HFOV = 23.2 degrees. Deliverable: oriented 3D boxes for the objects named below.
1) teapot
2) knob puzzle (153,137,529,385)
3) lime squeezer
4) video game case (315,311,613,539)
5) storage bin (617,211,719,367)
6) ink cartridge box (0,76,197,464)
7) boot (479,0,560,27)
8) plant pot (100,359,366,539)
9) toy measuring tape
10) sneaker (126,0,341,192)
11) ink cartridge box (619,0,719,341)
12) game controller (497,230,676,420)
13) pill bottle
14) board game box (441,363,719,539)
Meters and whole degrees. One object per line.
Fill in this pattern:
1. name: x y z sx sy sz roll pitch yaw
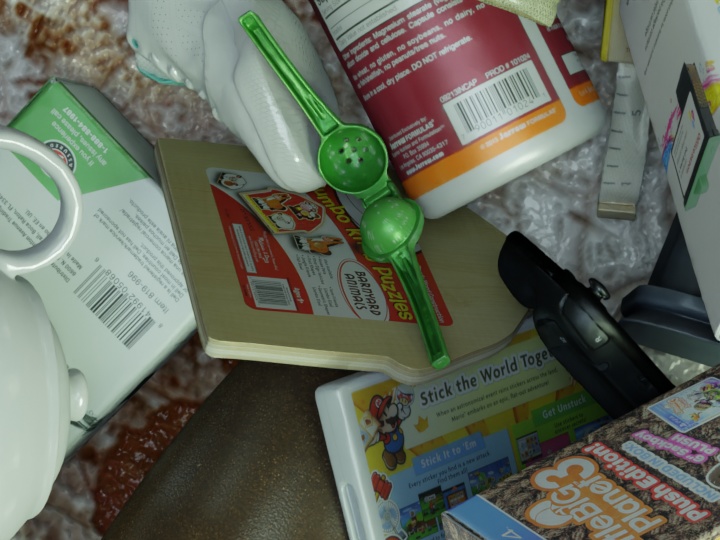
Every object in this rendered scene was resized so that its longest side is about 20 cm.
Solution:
1. teapot: -0.202 0.060 0.846 0.145 0.200 0.199 -4 69 -28
2. knob puzzle: 0.000 0.000 0.901 0.218 0.220 0.031 21 121 4
3. lime squeezer: 0.005 -0.040 0.869 0.038 0.071 0.201 -28 77 -2
4. video game case: 0.074 0.122 0.896 0.023 0.199 0.183 -9 95 48
5. storage bin: 0.243 -0.006 0.892 0.199 0.146 0.135 16 85 5
6. ink cartridge box: -0.176 0.017 0.955 0.200 0.083 0.147 -44 88 7
7. boot: 0.027 -0.214 0.810 0.199 0.072 0.155 23 100 -2
8. plant pot: -0.034 0.128 0.912 0.186 0.187 0.201 24 81 4
9. toy measuring tape: 0.149 -0.129 0.936 0.073 0.074 0.201 5 116 5
10. sneaker: -0.081 -0.118 0.945 0.088 0.075 0.201 -33 72 22
11. ink cartridge box: 0.218 -0.075 0.815 0.144 0.084 0.201 -4 58 -9
12. game controller: 0.142 0.057 0.880 0.042 0.104 0.200 -39 121 9
13. pill bottle: 0.037 -0.138 0.910 0.112 0.113 0.201 -27 90 7
14. board game box: 0.153 0.149 0.779 0.199 0.097 0.160 -24 119 -26
